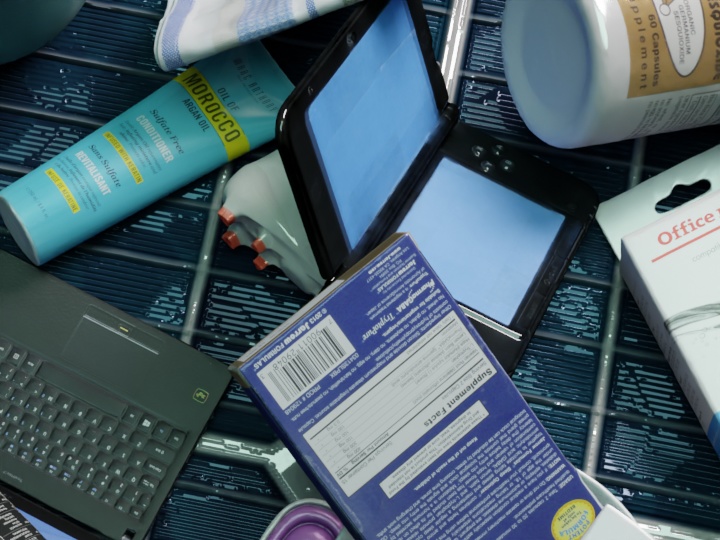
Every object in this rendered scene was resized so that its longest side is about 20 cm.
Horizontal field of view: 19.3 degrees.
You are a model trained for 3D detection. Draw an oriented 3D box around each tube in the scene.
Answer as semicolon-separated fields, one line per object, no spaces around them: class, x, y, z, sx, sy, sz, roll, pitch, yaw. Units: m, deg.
tube;-0.129;-0.074;1.311;0.199;0.050;0.078;-33;82;-18

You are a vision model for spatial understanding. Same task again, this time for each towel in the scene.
towel;-0.030;-0.187;1.285;0.199;0.024;0.147;-18;27;15

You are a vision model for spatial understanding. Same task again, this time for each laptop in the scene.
laptop;-0.195;0.090;1.217;0.176;0.103;0.201;27;72;7

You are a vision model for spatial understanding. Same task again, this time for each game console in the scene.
game console;0.051;-0.059;1.229;0.175;0.117;0.200;26;43;7

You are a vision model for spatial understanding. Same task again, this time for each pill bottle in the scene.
pill bottle;0.196;-0.143;1.285;0.199;0.114;0.115;-11;70;-27

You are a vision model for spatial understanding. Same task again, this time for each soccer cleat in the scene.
soccer cleat;0.000;0.000;1.275;0.200;0.069;0.078;42;71;15

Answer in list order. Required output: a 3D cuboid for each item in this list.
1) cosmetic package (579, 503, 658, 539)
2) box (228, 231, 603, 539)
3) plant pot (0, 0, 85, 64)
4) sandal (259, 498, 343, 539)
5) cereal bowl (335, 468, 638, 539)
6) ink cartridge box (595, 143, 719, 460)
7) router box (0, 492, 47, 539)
cosmetic package;0.077;0.224;1.064;0.052;0.151;0.200;35;73;12
box;0.034;0.095;1.146;0.121;0.032;0.200;-38;99;-13
plant pot;-0.245;-0.216;1.293;0.199;0.161;0.202;1;70;-2
sandal;-0.061;0.221;1.201;0.082;0.050;0.204;17;72;7
cereal bowl;0.071;0.205;1.194;0.198;0.083;0.202;1;70;-2
ink cartridge box;0.231;0.015;1.266;0.115;0.067;0.201;-27;73;-1
router box;-0.239;0.209;1.106;0.150;0.062;0.200;43;96;5
